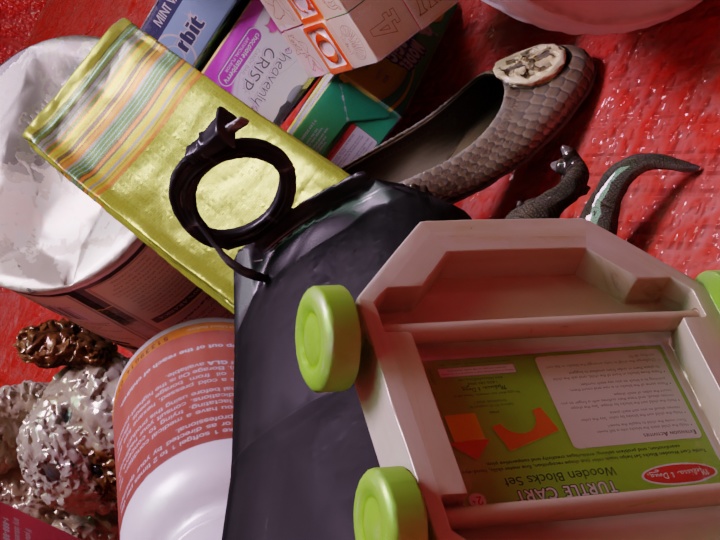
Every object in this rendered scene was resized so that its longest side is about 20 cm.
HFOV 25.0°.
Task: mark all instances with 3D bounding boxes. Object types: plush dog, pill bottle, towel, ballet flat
[{"bbox_3d":[-0.184,0.126,1.059,0.171,0.201,0.160,-35,-4,34],"label":"plush dog"},{"bbox_3d":[-0.067,0.114,0.815,0.113,0.112,0.200,-57,21,17],"label":"pill bottle"},{"bbox_3d":[-0.089,-0.054,0.802,0.200,0.018,0.086,36,90,38],"label":"towel"},{"bbox_3d":[0.025,-0.054,0.787,0.199,0.046,0.067,-34,23,3],"label":"ballet flat"}]

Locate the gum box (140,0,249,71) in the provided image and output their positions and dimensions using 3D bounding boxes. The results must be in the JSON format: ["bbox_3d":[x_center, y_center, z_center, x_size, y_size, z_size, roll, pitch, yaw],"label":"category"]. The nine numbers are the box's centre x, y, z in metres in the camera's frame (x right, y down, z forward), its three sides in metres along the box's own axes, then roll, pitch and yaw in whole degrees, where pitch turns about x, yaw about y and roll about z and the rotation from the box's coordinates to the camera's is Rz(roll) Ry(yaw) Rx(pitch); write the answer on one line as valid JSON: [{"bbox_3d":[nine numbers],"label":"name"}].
[{"bbox_3d":[-0.077,-0.197,1.045,0.170,0.044,0.200,-49,6,41],"label":"gum box"}]

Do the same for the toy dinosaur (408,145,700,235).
[{"bbox_3d":[0.060,0.007,0.712,0.199,0.077,0.103,-12,50,24],"label":"toy dinosaur"}]

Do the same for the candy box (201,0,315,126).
[{"bbox_3d":[-0.031,-0.170,1.047,0.137,0.061,0.200,-53,5,22],"label":"candy box"}]

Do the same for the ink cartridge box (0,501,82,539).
[{"bbox_3d":[-0.079,0.191,0.634,0.084,0.199,0.145,-56,22,10],"label":"ink cartridge box"}]

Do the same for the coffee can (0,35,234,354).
[{"bbox_3d":[-0.131,-0.031,0.954,0.145,0.200,0.148,-6,72,18],"label":"coffee can"}]

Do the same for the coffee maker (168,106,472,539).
[{"bbox_3d":[0.000,0.075,0.584,0.135,0.191,0.201,-55,21,34],"label":"coffee maker"}]

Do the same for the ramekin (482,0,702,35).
[{"bbox_3d":[0.098,-0.195,0.678,0.201,0.199,0.105,-57,32,16],"label":"ramekin"}]

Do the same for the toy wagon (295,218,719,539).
[{"bbox_3d":[0.070,0.063,0.487,0.040,0.154,0.201,109,151,-44],"label":"toy wagon"}]

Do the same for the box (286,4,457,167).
[{"bbox_3d":[-0.003,-0.102,0.957,0.118,0.048,0.200,-51,9,32],"label":"box"}]

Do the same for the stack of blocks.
[{"bbox_3d":[0.043,-0.182,0.850,0.200,0.059,0.115,-40,15,-19],"label":"stack of blocks"}]
